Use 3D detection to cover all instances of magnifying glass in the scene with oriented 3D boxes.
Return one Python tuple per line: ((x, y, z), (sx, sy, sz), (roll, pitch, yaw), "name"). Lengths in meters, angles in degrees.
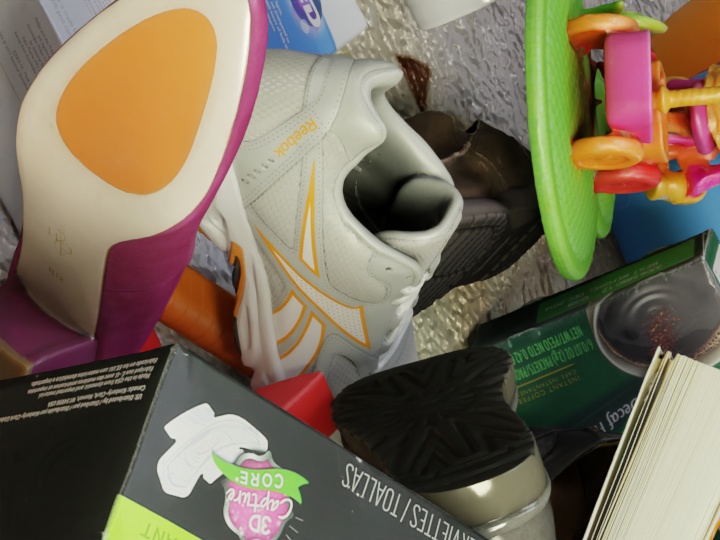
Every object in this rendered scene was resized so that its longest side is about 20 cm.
((-0.025, 0.042, 0.934), (0.200, 0.022, 0.080), (38, 44, -45), "magnifying glass")

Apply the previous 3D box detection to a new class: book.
((0.107, 0.142, 0.930), (0.201, 0.048, 0.134), (-66, 165, -7), "book")

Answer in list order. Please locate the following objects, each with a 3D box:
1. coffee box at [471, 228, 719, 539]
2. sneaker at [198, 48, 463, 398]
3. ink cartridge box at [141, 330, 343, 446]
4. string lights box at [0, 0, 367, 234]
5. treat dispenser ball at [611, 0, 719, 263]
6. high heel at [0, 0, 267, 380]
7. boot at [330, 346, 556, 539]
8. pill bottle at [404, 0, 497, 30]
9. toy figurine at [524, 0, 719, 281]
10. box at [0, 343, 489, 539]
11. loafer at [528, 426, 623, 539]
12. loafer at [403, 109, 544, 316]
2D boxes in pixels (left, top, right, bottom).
((0.149, 0.094, 1.074), (0.201, 0.122, 0.044), (63, 19, -14), "coffee box")
((0.000, 0.000, 0.856), (0.201, 0.091, 0.076), (66, 36, -44), "sneaker")
((-0.038, 0.117, 0.823), (0.201, 0.067, 0.116), (65, 31, -9), "ink cartridge box")
((-0.078, -0.098, 0.888), (0.103, 0.059, 0.200), (64, 32, -12), "string lights box")
((0.223, -0.054, 1.198), (0.200, 0.200, 0.202), (33, 47, -45), "treat dispenser ball")
((-0.066, -0.030, 0.753), (0.067, 0.201, 0.096), (37, 36, 12), "high heel")
((0.048, 0.140, 0.804), (0.182, 0.072, 0.202), (-97, 170, -74), "boot")
((0.016, -0.213, 1.049), (0.201, 0.110, 0.111), (64, 32, -10), "pill bottle")
((0.179, -0.071, 1.029), (0.200, 0.182, 0.152), (38, 50, -72), "toy figurine")
((-0.064, 0.147, 0.652), (0.148, 0.124, 0.201), (34, 62, -32), "box")
((0.062, 0.129, 0.970), (0.073, 0.072, 0.201), (56, 35, -24), "loafer")
((0.026, -0.028, 1.016), (0.071, 0.073, 0.200), (48, 19, 11), "loafer")
